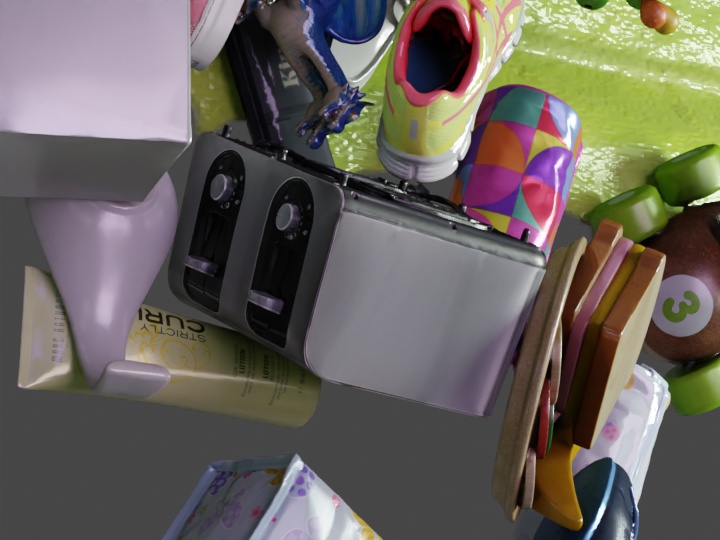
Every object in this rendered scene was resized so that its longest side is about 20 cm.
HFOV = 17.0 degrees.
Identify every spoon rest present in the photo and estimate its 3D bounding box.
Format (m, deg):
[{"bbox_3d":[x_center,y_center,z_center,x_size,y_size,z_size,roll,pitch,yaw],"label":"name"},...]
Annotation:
[{"bbox_3d":[-0.151,-0.004,1.440,0.099,0.061,0.201,10,49,-23],"label":"spoon rest"}]

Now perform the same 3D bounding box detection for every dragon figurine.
[{"bbox_3d":[-0.023,-0.172,1.554,0.099,0.059,0.201,39,47,-29],"label":"dragon figurine"}]

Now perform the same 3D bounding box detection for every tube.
[{"bbox_3d":[-0.118,0.055,1.480,0.199,0.058,0.052,15,112,-29],"label":"tube"}]

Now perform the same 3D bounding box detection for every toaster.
[{"bbox_3d":[0.000,0.000,1.488,0.199,0.180,0.120,15,96,-36],"label":"toaster"}]

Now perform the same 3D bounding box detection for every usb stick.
[{"bbox_3d":[-0.062,-0.142,1.577,0.055,0.033,0.202,-16,90,-35],"label":"usb stick"}]

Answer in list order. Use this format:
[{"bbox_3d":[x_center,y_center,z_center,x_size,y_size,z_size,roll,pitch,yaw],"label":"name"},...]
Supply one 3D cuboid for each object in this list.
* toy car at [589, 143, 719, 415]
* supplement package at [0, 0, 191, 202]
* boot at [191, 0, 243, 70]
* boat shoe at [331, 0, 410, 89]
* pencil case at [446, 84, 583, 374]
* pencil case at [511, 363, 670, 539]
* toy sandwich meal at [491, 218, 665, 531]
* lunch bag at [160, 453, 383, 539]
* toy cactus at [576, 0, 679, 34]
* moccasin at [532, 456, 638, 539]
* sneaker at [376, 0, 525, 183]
[{"bbox_3d":[0.293,-0.008,1.724,0.157,0.199,0.165,-31,99,-39],"label":"toy car"},{"bbox_3d":[-0.200,-0.154,1.362,0.189,0.147,0.202,2,77,-16],"label":"supplement package"},{"bbox_3d":[-0.118,-0.246,1.510,0.144,0.072,0.201,28,77,-16],"label":"boot"},{"bbox_3d":[0.018,-0.205,1.631,0.071,0.069,0.201,37,59,-26],"label":"boat shoe"},{"bbox_3d":[0.096,-0.025,1.646,0.088,0.088,0.201,29,64,-30],"label":"pencil case"},{"bbox_3d":[0.152,0.158,1.645,0.083,0.090,0.201,31,61,-29],"label":"pencil case"},{"bbox_3d":[0.138,0.070,1.535,0.070,0.206,0.207,14,65,8],"label":"toy sandwich meal"},{"bbox_3d":[-0.056,0.239,1.439,0.170,0.127,0.201,46,63,-22],"label":"lunch bag"},{"bbox_3d":[0.170,-0.250,1.622,0.198,0.166,0.102,16,24,-1],"label":"toy cactus"},{"bbox_3d":[0.142,0.210,1.533,0.068,0.080,0.201,38,47,-17],"label":"moccasin"},{"bbox_3d":[0.062,-0.159,1.541,0.077,0.091,0.201,10,62,7],"label":"sneaker"}]
